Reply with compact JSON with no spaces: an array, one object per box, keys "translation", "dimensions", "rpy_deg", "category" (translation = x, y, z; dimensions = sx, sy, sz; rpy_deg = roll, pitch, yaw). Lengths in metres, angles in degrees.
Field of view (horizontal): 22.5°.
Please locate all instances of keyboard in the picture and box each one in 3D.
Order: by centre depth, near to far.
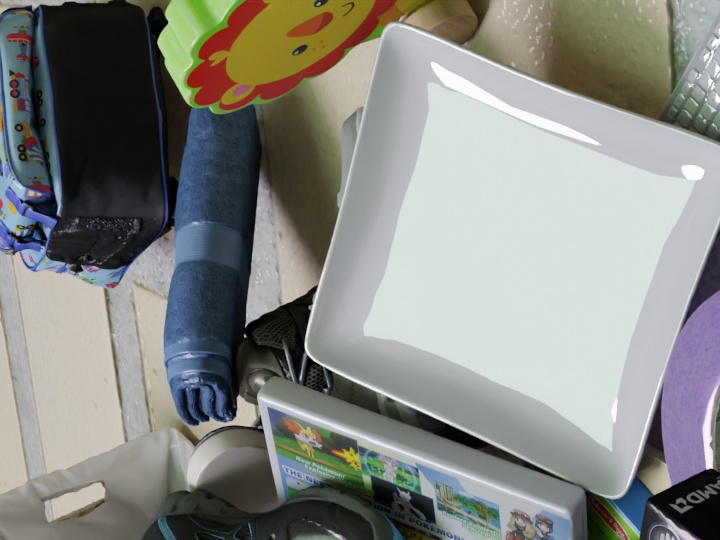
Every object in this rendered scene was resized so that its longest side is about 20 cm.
[{"translation":[0.180,-0.086,0.862],"dimensions":[0.056,0.011,0.200],"rpy_deg":[53,143,25],"category":"keyboard"}]

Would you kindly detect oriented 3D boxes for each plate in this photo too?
[{"translation":[0.080,-0.007,0.942],"dimensions":[0.199,0.032,0.200],"rpy_deg":[24,114,21],"category":"plate"}]

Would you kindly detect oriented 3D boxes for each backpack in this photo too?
[{"translation":[-0.211,-0.080,1.310],"dimensions":[0.200,0.134,0.183],"rpy_deg":[136,129,-62],"category":"backpack"}]

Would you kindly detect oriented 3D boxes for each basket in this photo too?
[{"translation":[-0.174,0.258,1.385],"dimensions":[0.200,0.198,0.161],"rpy_deg":[40,138,37],"category":"basket"}]

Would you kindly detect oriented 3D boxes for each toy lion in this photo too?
[{"translation":[-0.008,-0.157,0.936],"dimensions":[0.069,0.191,0.200],"rpy_deg":[59,145,17],"category":"toy lion"}]

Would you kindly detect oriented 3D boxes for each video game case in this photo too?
[{"translation":[0.039,0.158,1.036],"dimensions":[0.199,0.022,0.183],"rpy_deg":[18,138,27],"category":"video game case"}]

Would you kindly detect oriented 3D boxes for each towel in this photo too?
[{"translation":[-0.097,-0.009,1.163],"dimensions":[0.112,0.048,0.201],"rpy_deg":[91,-177,-69],"category":"towel"}]

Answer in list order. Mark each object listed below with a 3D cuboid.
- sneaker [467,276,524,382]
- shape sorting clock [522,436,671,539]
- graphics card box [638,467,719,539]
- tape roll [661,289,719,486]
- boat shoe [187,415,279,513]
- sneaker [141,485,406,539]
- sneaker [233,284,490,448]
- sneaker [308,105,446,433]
[{"translation":[0.070,-0.017,1.012],"dimensions":[0.081,0.076,0.201],"rpy_deg":[-15,95,42],"category":"sneaker"},{"translation":[0.160,0.178,0.995],"dimensions":[0.200,0.039,0.201],"rpy_deg":[36,142,34],"category":"shape sorting clock"},{"translation":[0.204,0.194,0.814],"dimensions":[0.200,0.051,0.126],"rpy_deg":[38,136,41],"category":"graphics card box"},{"translation":[0.231,0.088,0.825],"dimensions":[0.200,0.065,0.201],"rpy_deg":[30,129,46],"category":"tape roll"},{"translation":[-0.066,0.130,1.193],"dimensions":[0.093,0.075,0.200],"rpy_deg":[58,-175,36],"category":"boat shoe"},{"translation":[-0.056,0.176,1.045],"dimensions":[0.199,0.082,0.073],"rpy_deg":[-9,123,41],"category":"sneaker"},{"translation":[-0.004,0.071,1.119],"dimensions":[0.199,0.114,0.077],"rpy_deg":[28,130,44],"category":"sneaker"},{"translation":[0.000,0.000,1.056],"dimensions":[0.082,0.075,0.201],"rpy_deg":[-14,69,32],"category":"sneaker"}]
